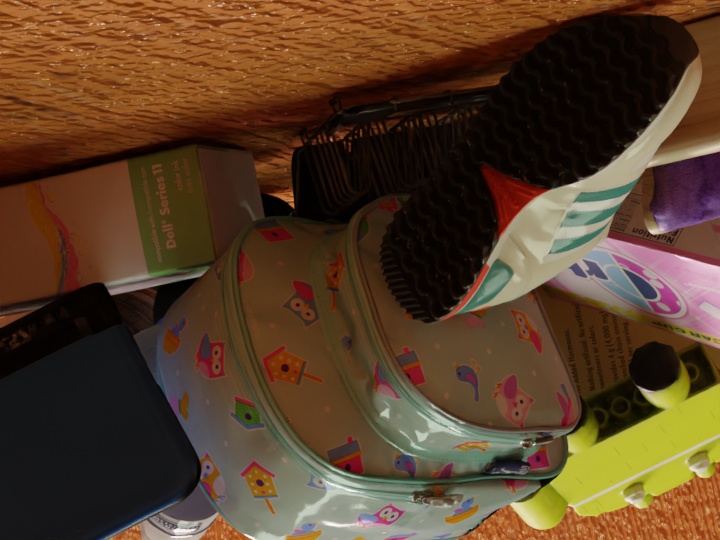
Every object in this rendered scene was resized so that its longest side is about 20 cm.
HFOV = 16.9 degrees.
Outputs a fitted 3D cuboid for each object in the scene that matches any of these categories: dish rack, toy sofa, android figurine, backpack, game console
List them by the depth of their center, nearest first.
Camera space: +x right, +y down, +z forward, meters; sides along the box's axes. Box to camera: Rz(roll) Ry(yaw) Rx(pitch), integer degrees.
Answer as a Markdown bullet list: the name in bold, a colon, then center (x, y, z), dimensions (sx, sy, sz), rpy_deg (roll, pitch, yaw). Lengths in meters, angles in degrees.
- **game console**: center (-0.195, 0.101, 1.226), dimensions (0.200, 0.118, 0.171), rpy_deg (-26, 180, -9)
- **toy sofa**: center (0.221, -0.077, 1.240), dimensions (0.083, 0.098, 0.200), rpy_deg (-12, 175, 41)
- **backpack**: center (0.002, 0.051, 1.251), dimensions (0.200, 0.176, 0.153), rpy_deg (-5, 156, -36)
- **dish rack**: center (0.044, -0.065, 1.276), dimensions (0.153, 0.055, 0.200), rpy_deg (-11, 177, -10)
- **android figurine**: center (0.173, 0.103, 1.489), dimensions (0.182, 0.041, 0.200), rpy_deg (-26, 153, 6)

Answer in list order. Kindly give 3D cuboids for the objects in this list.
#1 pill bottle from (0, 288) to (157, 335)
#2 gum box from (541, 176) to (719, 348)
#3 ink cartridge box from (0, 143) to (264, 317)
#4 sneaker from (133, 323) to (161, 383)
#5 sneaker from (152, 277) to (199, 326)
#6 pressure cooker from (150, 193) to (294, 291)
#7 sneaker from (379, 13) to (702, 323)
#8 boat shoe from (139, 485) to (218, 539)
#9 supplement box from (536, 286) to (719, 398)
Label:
- **pill bottle**: center (-0.175, 0.075, 1.456), dimensions (0.116, 0.117, 0.200), rpy_deg (-11, -178, 18)
- **gum box**: center (0.175, -0.017, 1.390), dimensions (0.200, 0.066, 0.114), rpy_deg (17, 159, 42)
- **ink cartridge box**: center (-0.162, -0.017, 1.339), dimensions (0.200, 0.067, 0.117), rpy_deg (-12, 178, 13)
- **sneaker**: center (-0.162, 0.085, 1.317), dimensions (0.200, 0.073, 0.072), rpy_deg (-15, -147, 9)
- **sneaker**: center (-0.021, 0.041, 1.399), dimensions (0.200, 0.078, 0.070), rpy_deg (19, 151, -4)
- **pressure cooker**: center (-0.126, 0.048, 1.637), dimensions (0.200, 0.179, 0.176), rpy_deg (-16, 180, 19)
- **sneaker**: center (0.098, -0.051, 1.149), dimensions (0.093, 0.070, 0.200), rpy_deg (-6, 146, -51)
- **boat shoe**: center (-0.093, 0.079, 1.438), dimensions (0.071, 0.200, 0.070), rpy_deg (16, 144, -8)
- **supplement box**: center (0.139, 0.010, 1.594), dimensions (0.200, 0.200, 0.134), rpy_deg (-8, 173, -30)
